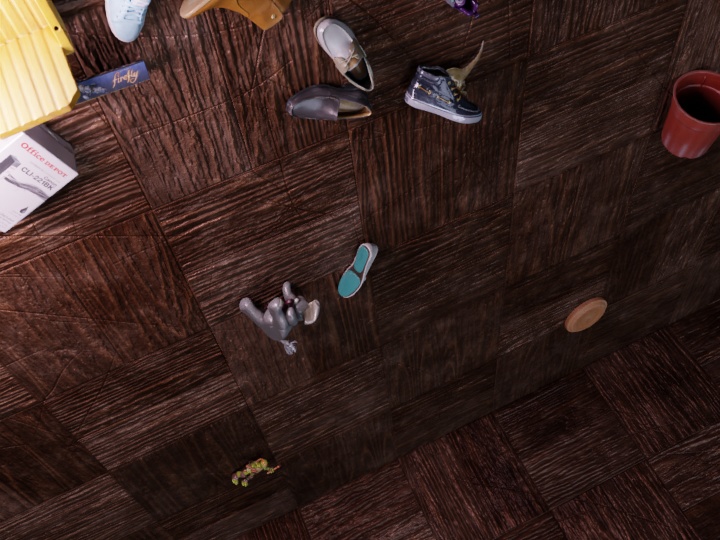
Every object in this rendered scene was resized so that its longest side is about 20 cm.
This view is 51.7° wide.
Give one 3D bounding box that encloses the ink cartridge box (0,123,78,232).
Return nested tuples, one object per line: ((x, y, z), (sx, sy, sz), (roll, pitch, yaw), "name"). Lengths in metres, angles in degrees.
((-0.661, -0.188, 1.408), (0.199, 0.084, 0.144), (-36, 144, 7), "ink cartridge box")

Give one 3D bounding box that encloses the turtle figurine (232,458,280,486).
((-0.404, 0.742, 2.765), (0.160, 0.065, 0.199), (-35, 154, 20), "turtle figurine")

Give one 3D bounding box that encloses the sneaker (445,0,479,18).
((0.180, -0.592, 1.522), (0.198, 0.088, 0.075), (16, 125, -46), "sneaker")

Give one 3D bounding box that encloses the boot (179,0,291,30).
((-0.219, -0.491, 1.368), (0.200, 0.071, 0.144), (-39, 142, 3), "boot")

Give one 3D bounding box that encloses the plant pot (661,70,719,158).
((1.003, -0.453, 2.224), (0.198, 0.203, 0.196), (-22, 153, -10), "plant pot")

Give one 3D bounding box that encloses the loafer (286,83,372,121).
((-0.065, -0.364, 1.638), (0.197, 0.073, 0.073), (-15, 144, -20), "loafer")

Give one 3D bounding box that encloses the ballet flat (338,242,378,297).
((0.000, 0.000, 2.153), (0.068, 0.070, 0.202), (-2, 135, -34), "ballet flat")

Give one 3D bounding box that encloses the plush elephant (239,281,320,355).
((-0.204, 0.111, 2.072), (0.201, 0.163, 0.156), (55, 50, -24), "plush elephant")

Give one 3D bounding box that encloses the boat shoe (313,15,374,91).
((-0.024, -0.453, 1.561), (0.074, 0.069, 0.199), (-38, 144, 12), "boat shoe")

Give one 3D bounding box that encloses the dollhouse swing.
((-0.576, -0.351, 1.191), (0.197, 0.177, 0.183), (-24, 145, -7), "dollhouse swing")

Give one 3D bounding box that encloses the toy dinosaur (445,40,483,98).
((0.228, -0.448, 1.762), (0.198, 0.059, 0.101), (-32, 144, 2), "toy dinosaur")

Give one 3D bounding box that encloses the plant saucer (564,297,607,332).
((0.945, 0.190, 3.101), (0.197, 0.033, 0.202), (-20, 144, -15), "plant saucer")

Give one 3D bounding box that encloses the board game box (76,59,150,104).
((-0.478, -0.329, 1.329), (0.197, 0.135, 0.035), (-23, 111, -12), "board game box")

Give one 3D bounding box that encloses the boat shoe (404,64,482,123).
((0.206, -0.407, 1.718), (0.197, 0.072, 0.092), (10, 129, -19), "boat shoe")

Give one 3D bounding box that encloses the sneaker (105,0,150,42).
((-0.387, -0.470, 1.263), (0.073, 0.083, 0.202), (-5, 138, -29), "sneaker")
